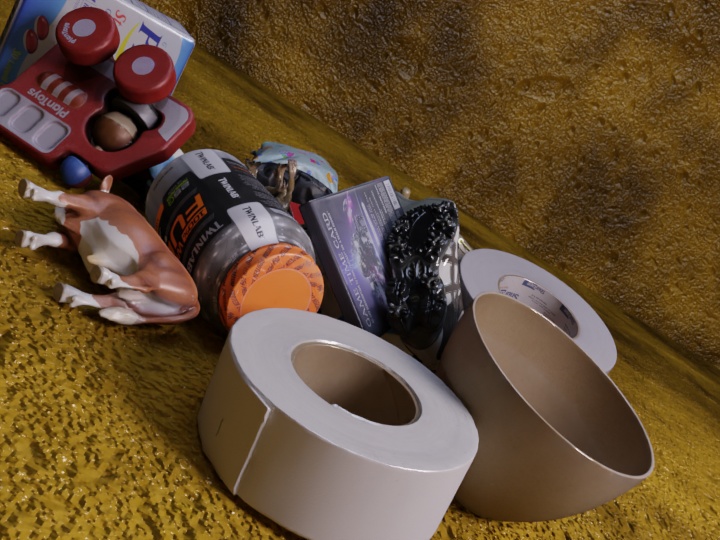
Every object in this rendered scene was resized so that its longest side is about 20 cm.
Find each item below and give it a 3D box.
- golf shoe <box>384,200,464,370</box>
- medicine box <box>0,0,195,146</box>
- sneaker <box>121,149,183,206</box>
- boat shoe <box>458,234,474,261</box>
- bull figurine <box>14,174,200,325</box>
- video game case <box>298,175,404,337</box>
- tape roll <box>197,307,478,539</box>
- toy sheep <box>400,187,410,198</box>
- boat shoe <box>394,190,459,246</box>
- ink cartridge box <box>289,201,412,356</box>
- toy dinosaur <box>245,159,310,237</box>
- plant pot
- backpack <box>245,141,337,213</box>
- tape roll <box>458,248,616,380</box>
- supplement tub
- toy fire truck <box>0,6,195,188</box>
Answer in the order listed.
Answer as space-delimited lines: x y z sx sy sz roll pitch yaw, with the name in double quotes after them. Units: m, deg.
0.069 0.012 0.777 0.202 0.076 0.095 -73 149 -44 "golf shoe"
-0.339 -0.264 0.944 0.198 0.184 0.103 22 15 -33 "medicine box"
-0.212 -0.081 0.876 0.198 0.079 0.090 32 32 15 "sneaker"
0.156 0.016 0.998 0.201 0.061 0.072 37 -3 -39 "boat shoe"
-0.216 -0.023 0.632 0.199 0.066 0.121 37 18 28 "bull figurine"
0.015 -0.017 0.778 0.199 0.019 0.145 -29 97 -62 "video game case"
-0.016 0.109 0.552 0.199 0.072 0.203 24 17 -8 "tape roll"
0.030 -0.043 1.102 0.197 0.140 0.138 -10 39 -39 "toy sheep"
0.045 -0.059 0.953 0.075 0.061 0.199 -26 26 -27 "boat shoe"
0.000 0.000 0.856 0.115 0.067 0.203 13 50 -53 "ink cartridge box"
-0.102 -0.068 0.834 0.057 0.104 0.199 1 3 -20 "toy dinosaur"
0.134 0.139 0.661 0.198 0.135 0.201 32 24 -16 "plant pot"
-0.100 -0.105 1.050 0.165 0.128 0.200 25 11 -12 "backpack"
0.182 0.064 0.840 0.197 0.067 0.202 22 30 -13 "tape roll"
-0.121 -0.023 0.717 0.121 0.124 0.200 19 18 -42 "supplement tub"
-0.289 -0.171 0.820 0.198 0.169 0.113 34 -23 12 "toy fire truck"
